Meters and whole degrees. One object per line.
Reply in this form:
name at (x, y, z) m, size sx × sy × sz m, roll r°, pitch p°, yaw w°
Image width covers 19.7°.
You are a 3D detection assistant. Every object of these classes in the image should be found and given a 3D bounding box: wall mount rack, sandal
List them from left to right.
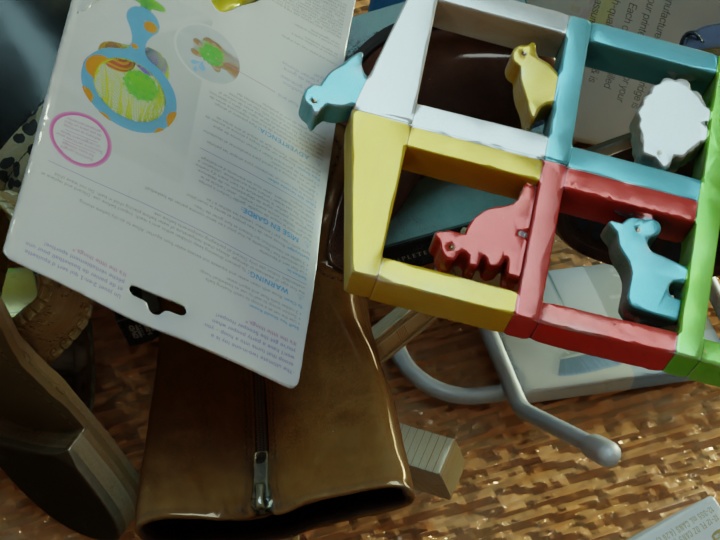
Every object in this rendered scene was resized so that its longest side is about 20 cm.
sandal at (-0.126, 0.007, 0.753) m, size 0.077 × 0.212 × 0.070 m, roll 10°, pitch 52°, yaw 36°
wall mount rack at (0.119, 0.025, 0.876) m, size 0.199 × 0.075 × 0.174 m, roll -7°, pitch 49°, yaw -17°

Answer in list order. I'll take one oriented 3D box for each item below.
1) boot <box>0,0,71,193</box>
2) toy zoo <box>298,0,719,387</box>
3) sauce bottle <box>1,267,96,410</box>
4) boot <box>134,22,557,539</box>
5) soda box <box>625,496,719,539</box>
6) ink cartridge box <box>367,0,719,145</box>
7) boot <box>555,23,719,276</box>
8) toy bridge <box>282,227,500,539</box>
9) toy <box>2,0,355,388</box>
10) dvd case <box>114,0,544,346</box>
boot at (-0.122, -0.118, 0.859) m, size 0.154 × 0.074 × 0.204 m, roll 41°, pitch 59°, yaw 9°
toy zoo at (0.074, -0.036, 0.776) m, size 0.199 × 0.020 × 0.132 m, roll 14°, pitch 64°, yaw -3°
sauce bottle at (-0.205, 0.034, 0.805) m, size 0.199 × 0.065 × 0.065 m, roll -2°, pitch 48°, yaw -16°
boot at (0.000, 0.000, 0.791) m, size 0.187 × 0.069 × 0.201 m, roll -12°, pitch 47°, yaw 7°
soda box at (0.056, 0.155, 0.735) m, size 0.199 × 0.068 × 0.064 m, roll -25°, pitch 80°, yaw -31°
ink cartridge box at (0.109, -0.141, 0.982) m, size 0.199 × 0.145 × 0.085 m, roll 13°, pitch 43°, yaw 0°
boot at (0.145, -0.054, 0.878) m, size 0.199 × 0.075 × 0.097 m, roll -9°, pitch 33°, yaw -28°
toy bridge at (0.007, 0.068, 0.804) m, size 0.067 × 0.027 × 0.201 m, roll 14°, pitch 65°, yaw 22°
toy at (-0.068, -0.051, 0.777) m, size 0.115 × 0.047 × 0.201 m, roll 25°, pitch 51°, yaw -21°
dvd case at (-0.014, -0.051, 0.904) m, size 0.199 × 0.022 × 0.146 m, roll -16°, pitch 48°, yaw 9°
